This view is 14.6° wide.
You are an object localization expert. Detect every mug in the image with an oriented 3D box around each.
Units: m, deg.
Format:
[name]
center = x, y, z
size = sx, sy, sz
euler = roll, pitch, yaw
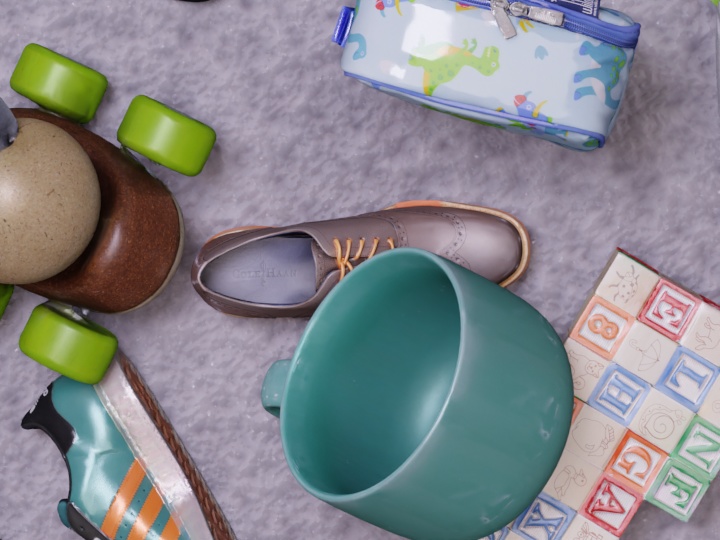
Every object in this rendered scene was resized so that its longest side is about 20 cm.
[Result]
[mug]
center = 0.040, 0.070, 1.594
size = 0.114, 0.185, 0.152
euler = 26, 104, -34

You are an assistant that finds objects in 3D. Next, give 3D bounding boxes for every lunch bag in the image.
[lunch bag]
center = 0.069, -0.122, 1.565
size = 0.161, 0.200, 0.083
euler = 14, 94, 3

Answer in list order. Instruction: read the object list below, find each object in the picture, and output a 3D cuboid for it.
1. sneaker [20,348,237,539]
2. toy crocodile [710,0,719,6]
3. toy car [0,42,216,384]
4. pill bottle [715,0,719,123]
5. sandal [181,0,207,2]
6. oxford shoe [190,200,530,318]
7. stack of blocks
[sneaker]
center = -0.128, 0.149, 1.663
size = 0.080, 0.071, 0.200
euler = -30, 83, 6
[toy crocodile]
center = 0.183, -0.198, 1.621
size = 0.200, 0.068, 0.062
euler = 11, 63, 3
[toy car]
center = -0.200, -0.044, 1.574
size = 0.158, 0.200, 0.164
euler = 26, 92, 25
[pill bottle]
center = 0.305, -0.107, 1.594
size = 0.200, 0.114, 0.114
euler = -3, 93, 4
[sandal]
center = -0.131, -0.250, 1.648
size = 0.075, 0.045, 0.200
euler = -19, 92, 4
[oxford shoe]
center = 0.000, 0.000, 1.640
size = 0.200, 0.073, 0.071
euler = -8, 92, 4
[stack of blocks]
center = 0.148, 0.101, 1.644
size = 0.115, 0.059, 0.200
euler = 31, 95, 2
